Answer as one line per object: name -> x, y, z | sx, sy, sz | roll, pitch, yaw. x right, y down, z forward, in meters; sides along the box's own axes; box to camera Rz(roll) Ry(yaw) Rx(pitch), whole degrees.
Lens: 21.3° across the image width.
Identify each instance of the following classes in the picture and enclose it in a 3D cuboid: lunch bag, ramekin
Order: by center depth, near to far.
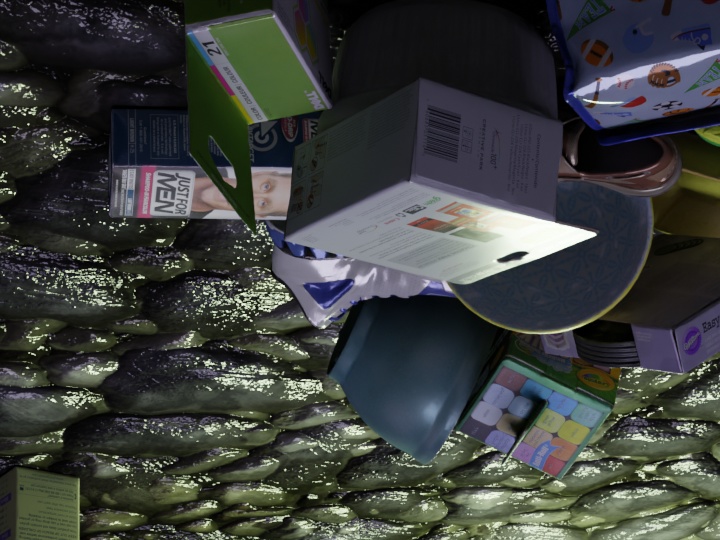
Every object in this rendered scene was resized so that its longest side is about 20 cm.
lunch bag -> 0.253, -0.175, 1.536 | 0.169, 0.125, 0.200 | -12, 168, 16
ramekin -> 0.068, -0.141, 1.553 | 0.199, 0.106, 0.200 | 5, 164, 2

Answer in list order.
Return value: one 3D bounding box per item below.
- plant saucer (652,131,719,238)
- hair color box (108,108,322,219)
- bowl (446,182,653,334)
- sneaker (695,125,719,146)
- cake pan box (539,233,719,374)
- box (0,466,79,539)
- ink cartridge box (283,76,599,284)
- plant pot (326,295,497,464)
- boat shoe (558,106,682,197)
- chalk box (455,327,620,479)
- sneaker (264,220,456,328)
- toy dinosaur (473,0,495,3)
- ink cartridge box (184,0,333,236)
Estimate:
plant saucer -> 0.354, -0.065, 1.768 | 0.199, 0.049, 0.200 | 19, 167, 21
hair color box -> -0.125, -0.093, 1.710 | 0.198, 0.061, 0.100 | 0, 154, -9
bowl -> 0.170, -0.034, 1.744 | 0.199, 0.202, 0.108 | -9, 169, 10
sneaker -> 0.388, -0.126, 1.699 | 0.198, 0.075, 0.084 | -1, 150, -6
cake pan box -> 0.286, 0.028, 1.767 | 0.199, 0.053, 0.184 | -28, -161, -34
box -> -0.445, 0.380, 2.474 | 0.096, 0.201, 0.176 | 15, 148, -34
ink cartridge box -> 0.064, -0.063, 1.484 | 0.175, 0.085, 0.200 | 15, 161, -27
plant pot -> 0.047, 0.080, 1.969 | 0.133, 0.201, 0.200 | 24, 150, -4
boat shoe -> 0.180, -0.112, 1.663 | 0.198, 0.076, 0.072 | 5, 170, 12
chalk box -> 0.181, 0.111, 1.900 | 0.123, 0.201, 0.125 | 25, 133, -6
sneaker -> -0.001, 0.000, 1.845 | 0.198, 0.081, 0.116 | 12, 132, -1
toy dinosaur -> 0.084, -0.252, 1.437 | 0.088, 0.048, 0.200 | -12, 150, 31
ink cartridge box -> -0.074, -0.149, 1.442 | 0.075, 0.201, 0.148 | -10, 154, 13
